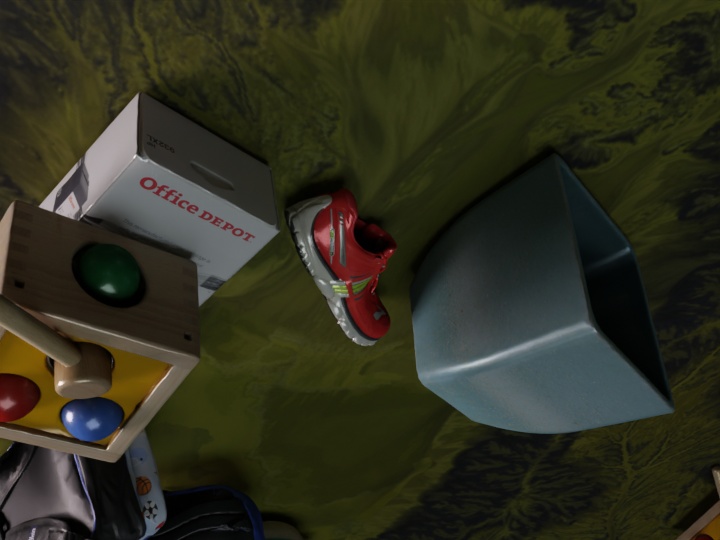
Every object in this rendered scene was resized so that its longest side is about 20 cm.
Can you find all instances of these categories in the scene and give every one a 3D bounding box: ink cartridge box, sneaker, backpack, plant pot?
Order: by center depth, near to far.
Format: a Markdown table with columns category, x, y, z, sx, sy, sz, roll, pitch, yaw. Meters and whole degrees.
| category | x | y | z | sx | sy | sz | roll | pitch | yaw |
| --- | --- | --- | --- | --- | --- | --- | --- | --- | --- |
| ink cartridge box | -0.187 | -0.033 | 0.860 | 0.144 | 0.084 | 0.200 | 28 | 126 | -36 |
| sneaker | 0.000 | 0.000 | 0.959 | 0.084 | 0.077 | 0.201 | -24 | 139 | 5 |
| plant pot | 0.159 | 0.048 | 0.974 | 0.199 | 0.198 | 0.196 | -24 | 139 | 26 |
| backpack | -0.312 | 0.240 | 1.077 | 0.190 | 0.202 | 0.153 | -36 | 148 | 30 |
| backpack | -0.213 | 0.345 | 1.233 | 0.198 | 0.164 | 0.168 | -14 | 169 | 2 |

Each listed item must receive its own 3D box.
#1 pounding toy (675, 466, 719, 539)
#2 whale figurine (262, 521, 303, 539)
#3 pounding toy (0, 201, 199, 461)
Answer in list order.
| category | x | y | z | sx | sy | sz | roll | pitch | yaw |
| --- | --- | --- | --- | --- | --- | --- | --- | --- | --- |
| pounding toy | 0.583 | 0.418 | 1.525 | 0.141 | 0.185 | 0.201 | -4 | 141 | -29 |
| whale figurine | -0.134 | 0.430 | 1.385 | 0.157 | 0.105 | 0.201 | -8 | 139 | -6 |
| pounding toy | -0.229 | 0.052 | 0.762 | 0.183 | 0.143 | 0.200 | 20 | 130 | -30 |
